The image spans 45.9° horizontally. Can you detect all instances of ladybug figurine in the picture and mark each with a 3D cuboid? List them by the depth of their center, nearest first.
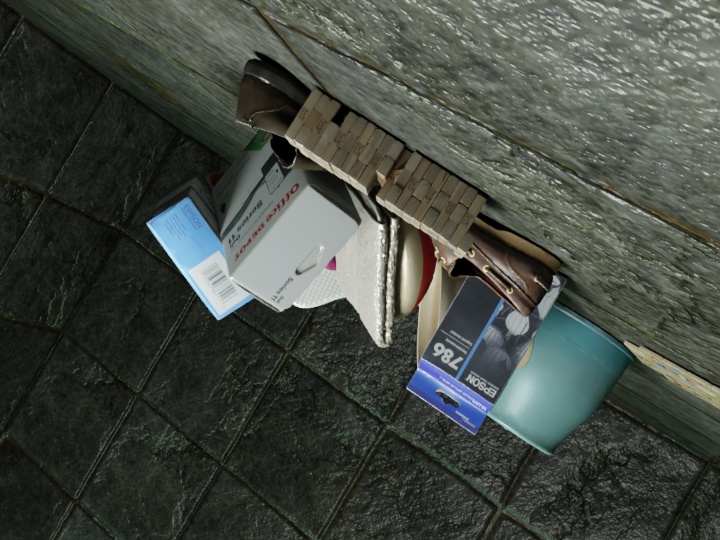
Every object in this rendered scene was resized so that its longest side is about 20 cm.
[{"bbox_3d":[0.050,-0.025,1.053,0.202,0.070,0.137,98,151,-50],"label":"ladybug figurine"}]

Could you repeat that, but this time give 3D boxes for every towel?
[{"bbox_3d":[0.005,-0.018,1.024,0.133,0.034,0.204,-124,26,-46],"label":"towel"}]

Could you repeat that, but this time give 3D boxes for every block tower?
[{"bbox_3d":[0.028,-0.090,0.794,0.198,0.058,0.054,35,180,4],"label":"block tower"}]

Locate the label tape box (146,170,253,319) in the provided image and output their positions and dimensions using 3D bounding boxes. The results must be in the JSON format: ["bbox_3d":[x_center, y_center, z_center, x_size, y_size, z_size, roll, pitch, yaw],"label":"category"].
[{"bbox_3d":[-0.190,-0.045,1.073,0.146,0.063,0.201,57,-174,-19],"label":"label tape box"}]

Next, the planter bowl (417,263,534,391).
[{"bbox_3d":[0.151,0.061,1.097,0.131,0.206,0.200,6,-179,-3],"label":"planter bowl"}]

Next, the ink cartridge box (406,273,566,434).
[{"bbox_3d":[0.138,0.072,0.947,0.098,0.203,0.039,30,-178,11],"label":"ink cartridge box"}]

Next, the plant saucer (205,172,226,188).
[{"bbox_3d":[-0.136,-0.069,1.200,0.198,0.038,0.201,32,-166,-9],"label":"plant saucer"}]

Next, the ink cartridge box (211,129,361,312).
[{"bbox_3d":[-0.092,-0.075,0.984,0.082,0.147,0.201,32,-161,-33],"label":"ink cartridge box"}]

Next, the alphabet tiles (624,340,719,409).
[{"bbox_3d":[0.435,0.151,1.089,0.198,0.006,0.166,32,179,39],"label":"alphabet tiles"}]

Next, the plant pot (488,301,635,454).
[{"bbox_3d":[0.270,0.155,1.259,0.198,0.190,0.200,32,180,0],"label":"plant pot"}]

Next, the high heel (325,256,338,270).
[{"bbox_3d":[-0.071,-0.100,1.110,0.067,0.096,0.202,-20,-108,-43],"label":"high heel"}]

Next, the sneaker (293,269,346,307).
[{"bbox_3d":[0.000,-0.001,1.196,0.195,0.075,0.114,-6,-173,13],"label":"sneaker"}]

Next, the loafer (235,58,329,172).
[{"bbox_3d":[-0.059,-0.135,0.868,0.199,0.072,0.073,34,178,-43],"label":"loafer"}]

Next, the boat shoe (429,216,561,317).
[{"bbox_3d":[0.114,-0.024,0.900,0.198,0.071,0.070,34,-178,34],"label":"boat shoe"}]
